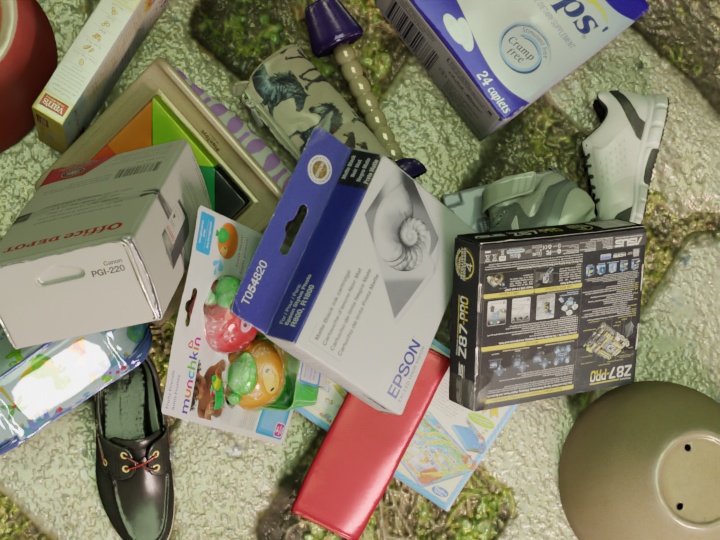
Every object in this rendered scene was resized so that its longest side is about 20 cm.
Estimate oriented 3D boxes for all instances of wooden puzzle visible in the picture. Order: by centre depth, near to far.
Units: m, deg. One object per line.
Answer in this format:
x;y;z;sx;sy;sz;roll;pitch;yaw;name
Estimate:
-0.193;-0.070;1.453;0.200;0.037;0.185;-42;91;22;wooden puzzle

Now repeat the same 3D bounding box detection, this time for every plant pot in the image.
-0.382;-0.213;1.425;0.199;0.177;0.202;1;83;-9;plant pot
0.307;0.205;1.496;0.199;0.134;0.202;1;83;-9;plant pot

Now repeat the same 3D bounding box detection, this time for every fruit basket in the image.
-0.100;0.055;1.397;0.093;0.200;0.186;5;78;26;fruit basket

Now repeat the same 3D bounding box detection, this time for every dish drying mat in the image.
0.009;0.157;1.477;0.076;0.018;0.201;27;92;-4;dish drying mat

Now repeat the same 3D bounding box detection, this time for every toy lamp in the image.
0.001;-0.178;1.541;0.058;0.058;0.201;-23;88;-11;toy lamp

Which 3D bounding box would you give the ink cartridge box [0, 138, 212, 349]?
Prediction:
-0.225;-0.026;1.345;0.145;0.200;0.085;-12;115;15;ink cartridge box

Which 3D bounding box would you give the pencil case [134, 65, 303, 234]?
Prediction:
-0.137;-0.108;1.494;0.084;0.085;0.200;-45;92;-5;pencil case

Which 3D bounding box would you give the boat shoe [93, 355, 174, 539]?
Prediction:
-0.217;0.168;1.459;0.073;0.063;0.203;-7;85;-12;boat shoe

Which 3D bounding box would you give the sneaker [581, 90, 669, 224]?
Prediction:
0.255;-0.092;1.566;0.079;0.074;0.201;14;73;0;sneaker

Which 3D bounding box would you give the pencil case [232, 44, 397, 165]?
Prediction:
-0.036;-0.122;1.496;0.089;0.078;0.200;-33;76;-22;pencil case

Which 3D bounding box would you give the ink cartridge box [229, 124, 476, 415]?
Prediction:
0.000;0.000;1.401;0.200;0.040;0.201;35;71;-33;ink cartridge box

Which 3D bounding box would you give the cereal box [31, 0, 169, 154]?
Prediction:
-0.243;-0.212;1.463;0.039;0.144;0.201;32;78;-3;cereal box

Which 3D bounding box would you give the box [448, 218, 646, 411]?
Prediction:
0.179;0.039;1.459;0.199;0.049;0.162;-7;104;-30;box

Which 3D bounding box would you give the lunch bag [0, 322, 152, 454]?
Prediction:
-0.296;0.073;1.412;0.200;0.161;0.083;-36;120;-13;lunch bag

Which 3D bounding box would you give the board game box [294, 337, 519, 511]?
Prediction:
0.039;0.123;1.501;0.199;0.034;0.135;34;93;-3;board game box

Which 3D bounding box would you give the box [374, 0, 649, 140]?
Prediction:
0.151;-0.267;1.550;0.200;0.105;0.184;-38;90;-12;box

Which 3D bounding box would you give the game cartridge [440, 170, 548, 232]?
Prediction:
0.167;0.007;1.551;0.132;0.041;0.201;-13;85;-7;game cartridge

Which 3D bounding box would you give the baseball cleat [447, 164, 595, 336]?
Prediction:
0.138;-0.020;1.508;0.106;0.070;0.200;43;73;12;baseball cleat
